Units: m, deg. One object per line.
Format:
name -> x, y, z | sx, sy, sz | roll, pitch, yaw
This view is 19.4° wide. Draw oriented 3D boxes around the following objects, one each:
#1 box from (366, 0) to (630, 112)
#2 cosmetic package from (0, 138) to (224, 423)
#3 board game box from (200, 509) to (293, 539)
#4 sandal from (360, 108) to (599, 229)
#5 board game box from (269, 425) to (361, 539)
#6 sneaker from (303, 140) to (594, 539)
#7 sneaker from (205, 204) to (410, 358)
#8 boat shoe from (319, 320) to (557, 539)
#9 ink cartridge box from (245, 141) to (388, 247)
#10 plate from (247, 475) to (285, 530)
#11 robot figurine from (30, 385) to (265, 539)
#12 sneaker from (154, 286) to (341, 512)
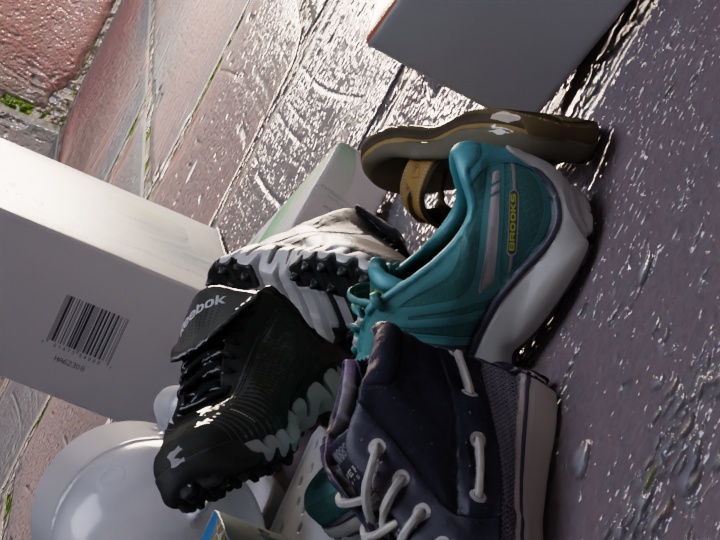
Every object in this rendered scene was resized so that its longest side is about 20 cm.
box -> 0.098, -0.190, 1.029 | 0.200, 0.097, 0.125 | -52, 17, 44
cosmetic package -> -0.212, 0.010, 1.614 | 0.123, 0.199, 0.200 | -64, 16, 12
board game box -> -0.055, 0.212, 0.944 | 0.148, 0.064, 0.200 | -66, 14, 5
sandal -> 0.055, -0.046, 1.048 | 0.200, 0.080, 0.054 | 176, 95, -69
board game box -> -0.031, 0.193, 1.058 | 0.201, 0.026, 0.200 | -67, 15, 2
sneaker -> 0.026, 0.031, 0.972 | 0.200, 0.079, 0.078 | -59, 14, 8
sneaker -> 0.000, 0.000, 1.146 | 0.090, 0.067, 0.200 | -33, 20, -28
boat shoe -> 0.024, 0.110, 0.859 | 0.075, 0.093, 0.200 | -54, 19, 39
ink cartridge box -> -0.067, 0.034, 1.299 | 0.200, 0.050, 0.161 | -58, 8, -34
plate -> -0.097, 0.200, 1.261 | 0.201, 0.032, 0.200 | -66, 14, 2
robot figurine -> -0.114, 0.141, 1.127 | 0.200, 0.113, 0.170 | -170, 92, -75
sneaker -> -0.065, 0.055, 1.025 | 0.066, 0.091, 0.200 | -28, 1, 19
